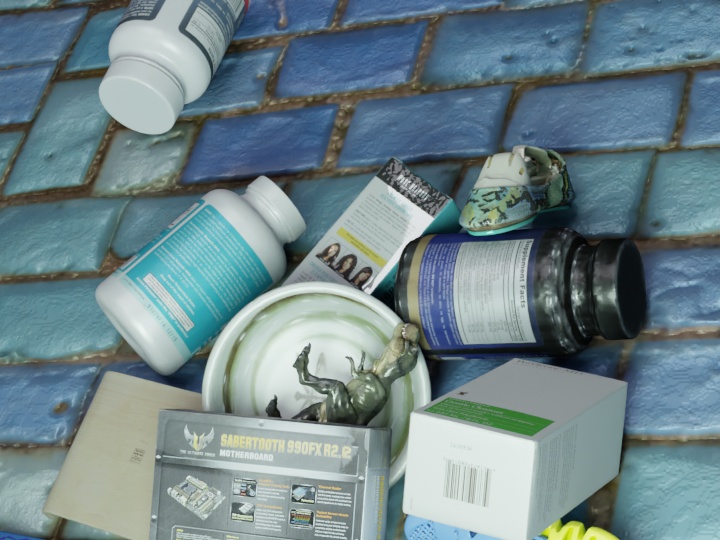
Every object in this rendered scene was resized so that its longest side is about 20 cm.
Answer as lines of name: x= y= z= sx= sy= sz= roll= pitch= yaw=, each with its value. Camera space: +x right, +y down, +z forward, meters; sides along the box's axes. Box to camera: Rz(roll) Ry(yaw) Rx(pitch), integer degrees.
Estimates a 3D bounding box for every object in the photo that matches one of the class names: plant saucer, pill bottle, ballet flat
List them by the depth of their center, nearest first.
pill bottle: x=0.139 y=0.020 z=1.571 sx=0.199 sy=0.112 sz=0.112 roll=-3 pitch=49 yaw=25
plant saucer: x=-0.036 y=0.110 z=1.580 sx=0.199 sy=0.050 sz=0.202 roll=0 pitch=87 yaw=7
ballet flat: x=0.135 y=-0.076 z=1.614 sx=0.074 sy=0.075 sz=0.200 roll=-7 pitch=6 yaw=22
pill bottle: x=-0.147 y=-0.001 z=1.744 sx=0.200 sy=0.111 sz=0.111 roll=-41 pitch=44 yaw=-11
pill bottle: x=-0.208 y=-0.253 z=2.004 sx=0.119 sy=0.120 sz=0.201 roll=2 pitch=51 yaw=30

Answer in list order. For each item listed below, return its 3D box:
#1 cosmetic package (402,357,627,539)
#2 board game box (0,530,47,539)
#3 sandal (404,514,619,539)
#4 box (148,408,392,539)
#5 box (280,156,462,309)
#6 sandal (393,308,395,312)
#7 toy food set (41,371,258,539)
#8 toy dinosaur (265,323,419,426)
cosmetic package: x=0.123 y=0.136 z=1.409 sx=0.107 sy=0.085 sz=0.200 roll=10 pitch=15 yaw=25
board game box: x=-0.320 y=0.281 z=1.572 sx=0.199 sy=0.045 sz=0.152 roll=5 pitch=20 yaw=32
sandal: x=0.114 y=0.229 z=1.420 sx=0.199 sy=0.080 sz=0.087 roll=11 pitch=60 yaw=37
box: x=-0.077 y=0.200 z=1.498 sx=0.199 sy=0.048 sz=0.160 roll=2 pitch=86 yaw=24
box: x=0.000 y=0.000 z=1.659 sx=0.082 sy=0.049 sz=0.200 roll=38 pitch=83 yaw=32
sandal: x=0.014 y=-0.010 z=1.711 sx=0.075 sy=0.048 sz=0.201 roll=-4 pitch=50 yaw=25
toy food set: x=-0.186 y=0.180 z=1.646 sx=0.199 sy=0.060 sz=0.144 roll=10 pitch=67 yaw=36
toy dinosaur: x=-0.029 y=0.117 z=1.534 sx=0.088 sy=0.047 sz=0.201 roll=33 pitch=94 yaw=0
